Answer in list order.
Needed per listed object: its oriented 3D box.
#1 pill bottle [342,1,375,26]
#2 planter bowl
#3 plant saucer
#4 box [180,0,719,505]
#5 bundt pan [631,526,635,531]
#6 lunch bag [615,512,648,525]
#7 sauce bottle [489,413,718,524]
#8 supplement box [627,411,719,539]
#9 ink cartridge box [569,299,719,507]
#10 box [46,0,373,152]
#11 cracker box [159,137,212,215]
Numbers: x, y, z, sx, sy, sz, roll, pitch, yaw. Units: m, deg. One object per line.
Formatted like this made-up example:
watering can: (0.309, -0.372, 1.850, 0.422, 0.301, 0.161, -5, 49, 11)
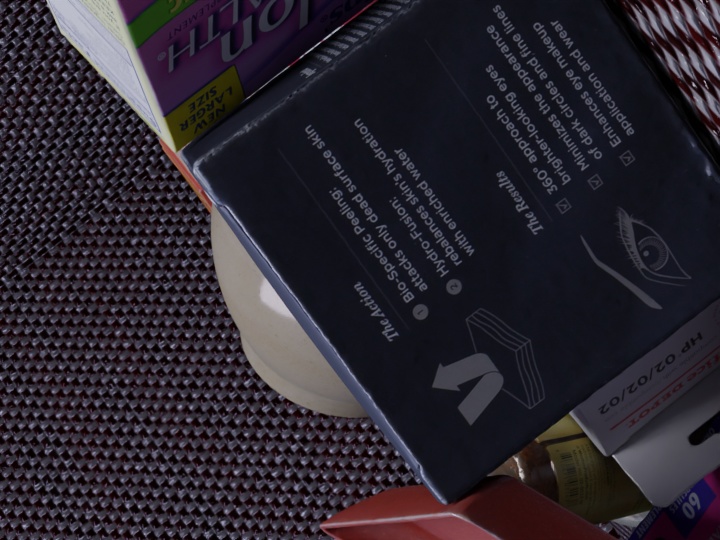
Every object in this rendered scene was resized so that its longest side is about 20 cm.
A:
pill bottle: (0.009, -0.145, 1.404, 0.200, 0.113, 0.113, 52, 177, 32)
planter bowl: (0.000, 0.000, 1.430, 0.200, 0.200, 0.135, 51, 141, 31)
plant saucer: (0.099, 0.157, 1.205, 0.200, 0.037, 0.200, 30, 164, -14)
box: (0.052, -0.034, 1.138, 0.197, 0.200, 0.117, 54, 178, -11)
bundt pan: (0.221, 0.155, 1.717, 0.202, 0.076, 0.202, 52, 178, 2)
lunch bag: (0.151, 0.061, 1.495, 0.164, 0.117, 0.200, 57, 170, -26)
sauce bottle: (0.154, 0.099, 1.306, 0.066, 0.199, 0.066, 22, 116, 57)
supplement box: (0.241, 0.175, 1.234, 0.103, 0.101, 0.200, 15, -154, -40)
ink cartridge box: (0.132, 0.011, 1.255, 0.200, 0.115, 0.068, 50, 177, 35)
box: (-0.063, -0.182, 1.093, 0.097, 0.176, 0.200, 46, 166, 25)
cracker box: (-0.014, -0.094, 1.530, 0.058, 0.200, 0.134, 50, 177, 33)
